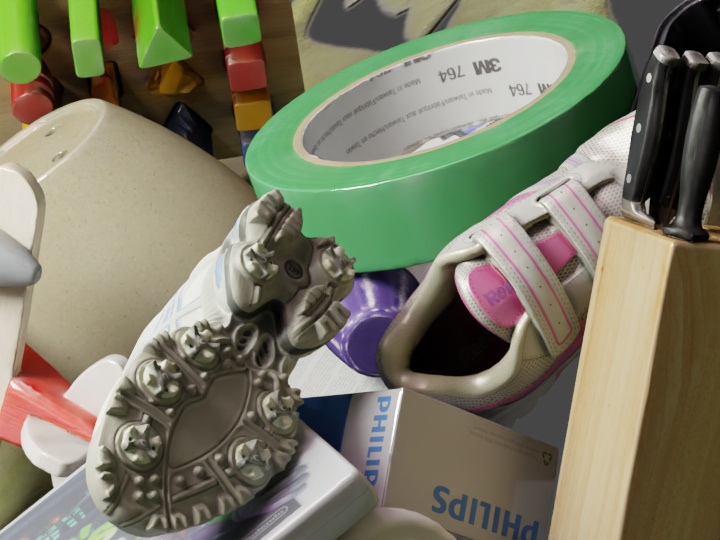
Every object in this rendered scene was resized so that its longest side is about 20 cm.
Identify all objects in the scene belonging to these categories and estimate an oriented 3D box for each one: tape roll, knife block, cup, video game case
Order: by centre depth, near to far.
[{"bbox_3d":[0.130,0.014,1.258,0.200,0.176,0.064,-39,22,-10],"label":"knife block"},{"bbox_3d":[-0.103,0.126,1.266,0.200,0.023,0.182,-39,23,-7],"label":"video game case"},{"bbox_3d":[0.044,-0.067,1.489,0.200,0.048,0.200,-18,21,7],"label":"tape roll"},{"bbox_3d":[-0.152,-0.016,1.756,0.200,0.143,0.200,-28,23,13],"label":"cup"}]

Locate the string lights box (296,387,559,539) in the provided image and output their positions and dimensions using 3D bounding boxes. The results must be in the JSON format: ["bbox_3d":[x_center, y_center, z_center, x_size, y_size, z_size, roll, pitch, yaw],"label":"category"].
[{"bbox_3d":[-0.017,0.101,1.370,0.200,0.103,0.059,-8,66,47],"label":"string lights box"}]

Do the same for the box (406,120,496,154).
[{"bbox_3d":[0.076,-0.071,1.659,0.119,0.042,0.200,-32,14,6],"label":"box"}]

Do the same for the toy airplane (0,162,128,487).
[{"bbox_3d":[-0.222,0.062,1.626,0.199,0.200,0.141,-23,-11,42],"label":"toy airplane"}]

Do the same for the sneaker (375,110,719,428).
[{"bbox_3d":[0.085,0.004,1.317,0.200,0.081,0.088,-47,-16,16],"label":"sneaker"}]

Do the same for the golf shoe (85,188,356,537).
[{"bbox_3d":[-0.071,0.056,1.266,0.097,0.078,0.200,-38,11,39],"label":"golf shoe"}]

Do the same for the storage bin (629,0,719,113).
[{"bbox_3d":[0.209,-0.066,1.422,0.135,0.094,0.200,-22,24,28],"label":"storage bin"}]

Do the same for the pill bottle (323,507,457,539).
[{"bbox_3d":[-0.047,0.162,1.291,0.200,0.112,0.112,-10,33,46],"label":"pill bottle"}]

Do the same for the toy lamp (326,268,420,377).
[{"bbox_3d":[0.000,0.000,1.512,0.058,0.058,0.200,-31,19,7],"label":"toy lamp"}]

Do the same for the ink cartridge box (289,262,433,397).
[{"bbox_3d":[-0.014,0.052,1.561,0.200,0.047,0.160,-16,29,43],"label":"ink cartridge box"}]

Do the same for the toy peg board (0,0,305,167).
[{"bbox_3d":[-0.135,-0.115,1.818,0.200,0.199,0.098,-9,44,-1],"label":"toy peg board"}]
